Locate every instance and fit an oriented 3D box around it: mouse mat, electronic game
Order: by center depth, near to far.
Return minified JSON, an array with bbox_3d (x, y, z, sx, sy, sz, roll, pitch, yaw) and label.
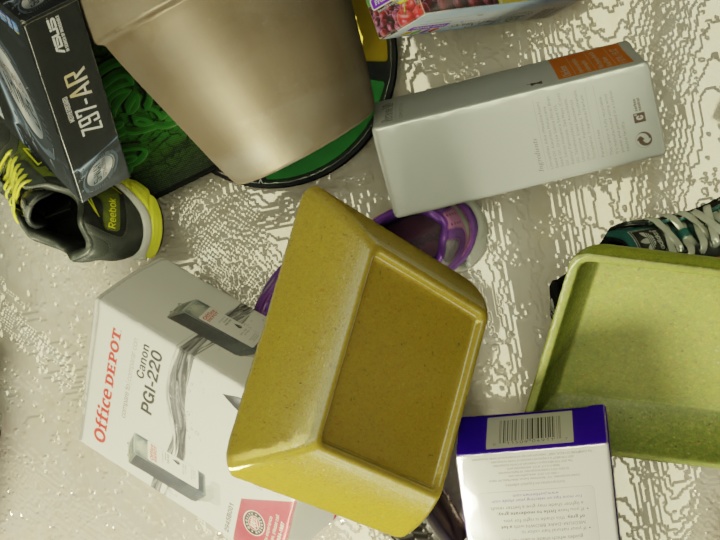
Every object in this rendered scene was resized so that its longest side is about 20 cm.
[{"bbox_3d":[-0.070,-0.164,1.155,0.199,0.042,0.201,0,90,9],"label":"electronic game"},{"bbox_3d":[-0.157,-0.145,1.157,0.200,0.008,0.161,-25,86,18],"label":"mouse mat"}]

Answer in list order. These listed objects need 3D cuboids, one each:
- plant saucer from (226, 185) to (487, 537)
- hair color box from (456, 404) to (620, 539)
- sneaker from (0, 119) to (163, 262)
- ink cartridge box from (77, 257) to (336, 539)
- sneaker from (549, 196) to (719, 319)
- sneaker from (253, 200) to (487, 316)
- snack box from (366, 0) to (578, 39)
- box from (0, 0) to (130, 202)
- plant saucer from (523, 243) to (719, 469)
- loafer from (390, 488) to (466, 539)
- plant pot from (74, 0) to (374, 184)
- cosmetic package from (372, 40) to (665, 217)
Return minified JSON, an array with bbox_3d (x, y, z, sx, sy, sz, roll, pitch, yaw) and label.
[{"bbox_3d":[0.015,0.069,1.008,0.048,0.200,0.200,3,72,41],"label":"plant saucer"},{"bbox_3d":[0.136,0.202,1.078,0.109,0.065,0.200,-5,110,9],"label":"hair color box"},{"bbox_3d":[-0.243,-0.068,1.140,0.200,0.085,0.075,28,113,26],"label":"sneaker"},{"bbox_3d":[-0.105,0.103,1.094,0.200,0.085,0.146,29,127,22],"label":"ink cartridge box"},{"bbox_3d":[0.229,-0.009,1.077,0.200,0.080,0.071,-33,51,8],"label":"sneaker"},{"bbox_3d":[0.000,0.000,1.121,0.200,0.088,0.081,-30,87,9],"label":"sneaker"},{"bbox_3d":[0.071,-0.248,1.058,0.053,0.200,0.143,-24,85,44],"label":"snack box"},{"bbox_3d":[-0.253,-0.165,1.088,0.043,0.160,0.200,-31,48,-21],"label":"box"},{"bbox_3d":[0.226,0.055,1.051,0.199,0.048,0.200,7,134,-3],"label":"plant saucer"},{"bbox_3d":[0.030,0.132,1.122,0.071,0.073,0.200,-35,99,-30],"label":"loafer"},{"bbox_3d":[-0.078,-0.164,1.047,0.200,0.200,0.174,-28,101,8],"label":"plant pot"},{"bbox_3d":[0.113,-0.106,1.083,0.200,0.101,0.071,-14,107,5],"label":"cosmetic package"}]
